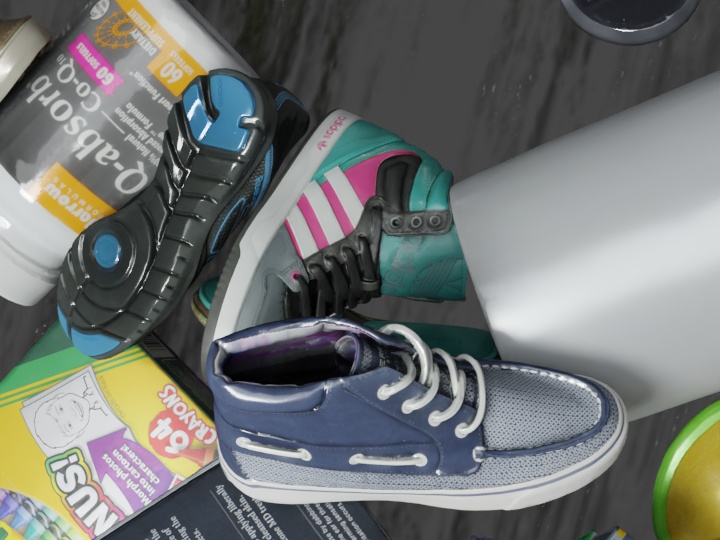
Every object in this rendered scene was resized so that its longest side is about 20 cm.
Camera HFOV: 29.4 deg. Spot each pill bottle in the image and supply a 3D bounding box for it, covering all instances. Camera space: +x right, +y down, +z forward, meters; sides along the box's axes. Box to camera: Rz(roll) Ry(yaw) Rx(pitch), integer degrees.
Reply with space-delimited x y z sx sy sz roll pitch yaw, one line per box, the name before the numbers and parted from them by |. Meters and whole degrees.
pill bottle | -0.164 -0.080 0.836 0.200 0.116 0.116 -45 81 5

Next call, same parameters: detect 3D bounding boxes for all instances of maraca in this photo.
maraca | 0.257 0.126 0.757 0.200 0.107 0.137 8 111 -12

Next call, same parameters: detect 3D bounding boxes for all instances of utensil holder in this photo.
utensil holder | 0.168 -0.011 0.745 0.200 0.170 0.170 -21 84 10

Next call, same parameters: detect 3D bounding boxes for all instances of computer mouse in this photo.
computer mouse | 0.149 -0.218 0.821 0.138 0.053 0.200 -19 72 11

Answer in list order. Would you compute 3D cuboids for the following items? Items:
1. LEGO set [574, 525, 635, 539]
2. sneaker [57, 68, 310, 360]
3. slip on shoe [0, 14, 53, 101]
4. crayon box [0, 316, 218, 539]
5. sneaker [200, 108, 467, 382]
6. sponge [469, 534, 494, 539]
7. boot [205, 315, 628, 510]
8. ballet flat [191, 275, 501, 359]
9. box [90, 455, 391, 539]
LEGO set | 0.134 0.216 0.709 0.116 0.200 0.154 38 69 9
sneaker | -0.099 -0.026 0.794 0.073 0.082 0.200 48 111 18
slip on shoe | -0.247 -0.124 0.820 0.061 0.200 0.076 43 70 -24
crayon box | -0.152 0.142 0.852 0.200 0.058 0.173 44 95 10
sneaker | 0.000 0.000 0.789 0.121 0.084 0.200 20 58 14
sponge | 0.138 0.247 0.808 0.200 0.030 0.112 22 91 10
boot | 0.029 0.063 0.640 0.200 0.090 0.073 -6 52 -1
ballet flat | -0.010 0.056 0.832 0.200 0.071 0.071 11 89 13
box | -0.070 0.212 0.723 0.197 0.200 0.124 -31 55 -13
